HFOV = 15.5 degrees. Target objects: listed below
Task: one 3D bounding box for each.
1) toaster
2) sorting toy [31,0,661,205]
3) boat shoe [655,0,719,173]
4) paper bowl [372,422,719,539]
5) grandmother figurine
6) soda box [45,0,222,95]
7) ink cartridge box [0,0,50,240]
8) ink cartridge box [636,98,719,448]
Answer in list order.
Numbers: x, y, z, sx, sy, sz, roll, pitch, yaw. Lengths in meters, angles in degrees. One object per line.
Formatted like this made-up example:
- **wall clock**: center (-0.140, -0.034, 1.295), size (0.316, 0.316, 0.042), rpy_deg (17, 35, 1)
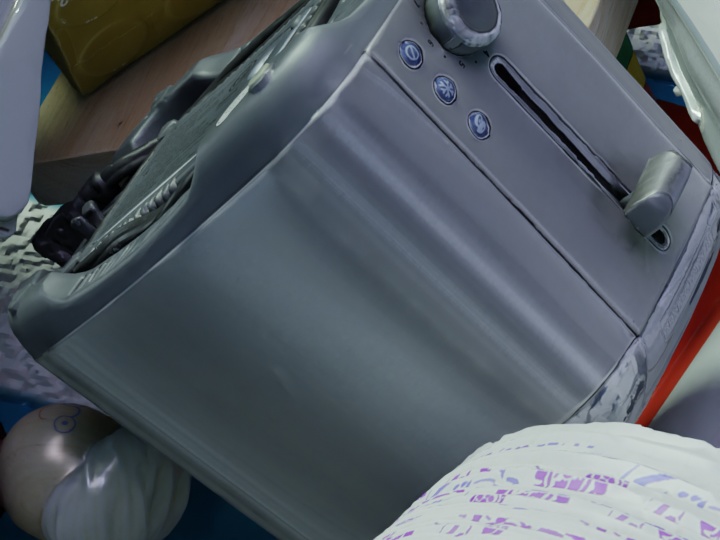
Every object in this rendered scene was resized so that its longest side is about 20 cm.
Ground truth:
- **toaster**: center (0.000, 0.000, 0.697), size (0.129, 0.200, 0.114), rpy_deg (41, 49, -11)
- **sorting toy**: center (0.017, -0.086, 0.862), size (0.198, 0.070, 0.200), rpy_deg (-7, 40, 30)
- **boat shoe**: center (0.114, -0.061, 0.731), size (0.072, 0.069, 0.200), rpy_deg (-7, 45, -22)
- **paper bowl**: center (0.084, 0.122, 0.601), size (0.200, 0.201, 0.104), rpy_deg (30, 53, 26)
- **grandmother figurine**: center (-0.148, 0.056, 0.764), size (0.199, 0.061, 0.121), rpy_deg (4, 38, 2)
- **soda box**: center (-0.030, -0.145, 0.832), size (0.200, 0.068, 0.064), rpy_deg (-35, 67, -8)
- **ink cartridge box**: center (-0.189, -0.071, 0.775), size (0.200, 0.083, 0.146), rpy_deg (-13, 65, 38)
- **ink cartridge box**: center (0.108, 0.027, 0.735), size (0.200, 0.057, 0.163), rpy_deg (25, 72, 36)
